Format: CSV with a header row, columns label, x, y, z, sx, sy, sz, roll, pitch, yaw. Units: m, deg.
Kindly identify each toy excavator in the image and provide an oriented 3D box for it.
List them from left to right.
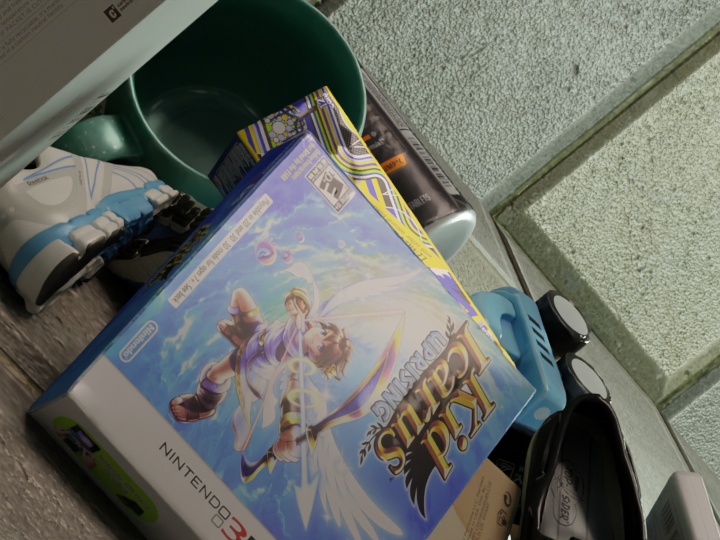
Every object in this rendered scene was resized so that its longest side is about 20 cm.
label,x,y,z,sx,sy,sz,roll,pitch,yaw
toy excavator,0.072,0.073,1.410,0.200,0.100,0.195,32,29,-33

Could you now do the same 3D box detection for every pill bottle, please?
label,x,y,z,sx,sy,sz,roll,pitch,yaw
pill bottle,-0.017,-0.081,1.451,0.200,0.106,0.106,53,9,17

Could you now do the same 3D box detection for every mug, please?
label,x,y,z,sx,sy,sz,roll,pitch,yaw
mug,-0.100,-0.094,1.301,0.184,0.114,0.153,12,64,-14

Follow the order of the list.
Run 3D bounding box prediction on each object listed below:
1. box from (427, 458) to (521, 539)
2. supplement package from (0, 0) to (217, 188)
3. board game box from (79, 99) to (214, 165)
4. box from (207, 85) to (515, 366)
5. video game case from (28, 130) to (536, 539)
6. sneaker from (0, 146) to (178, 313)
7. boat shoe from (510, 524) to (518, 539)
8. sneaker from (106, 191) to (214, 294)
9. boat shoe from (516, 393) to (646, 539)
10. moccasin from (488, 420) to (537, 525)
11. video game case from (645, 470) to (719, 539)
label,x,y,z,sx,sy,sz,roll,pitch,yaw
box,-0.009,0.104,1.119,0.200,0.095,0.078,45,55,-39
supplement package,-0.199,-0.144,0.928,0.200,0.191,0.147,51,8,-2
board game box,-0.108,-0.056,1.435,0.200,0.064,0.148,53,9,8
box,0.000,0.000,1.194,0.200,0.070,0.064,56,-28,8
video game case,-0.030,0.063,0.999,0.181,0.200,0.045,49,-34,-13
sneaker,-0.159,-0.040,1.108,0.087,0.075,0.200,45,9,0
boat shoe,0.125,0.218,1.237,0.200,0.071,0.070,-79,157,-61
sneaker,-0.066,0.009,1.175,0.200,0.079,0.089,14,-35,54
boat shoe,0.124,0.156,1.137,0.074,0.066,0.200,14,54,-5
moccasin,0.069,0.105,1.243,0.199,0.081,0.068,11,-22,4
video game case,0.178,0.250,1.205,0.024,0.182,0.200,7,42,-16
